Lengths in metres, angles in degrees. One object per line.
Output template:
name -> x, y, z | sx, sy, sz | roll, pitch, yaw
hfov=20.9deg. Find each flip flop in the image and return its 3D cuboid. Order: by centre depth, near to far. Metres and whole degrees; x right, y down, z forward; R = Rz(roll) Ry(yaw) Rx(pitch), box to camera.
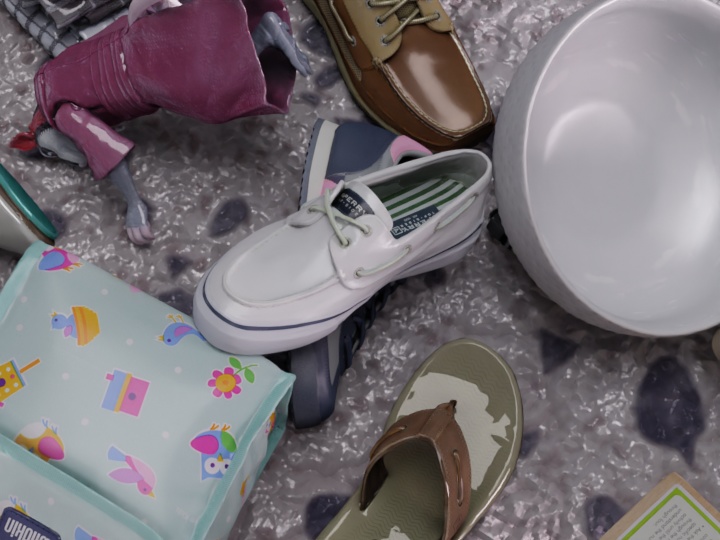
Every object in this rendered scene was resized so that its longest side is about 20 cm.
flip flop -> 0.028, 0.122, 1.091 | 0.081, 0.058, 0.200 | 32, 65, 13

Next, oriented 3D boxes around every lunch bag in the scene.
lunch bag -> -0.151, 0.113, 1.048 | 0.169, 0.122, 0.201 | 29, 68, 5

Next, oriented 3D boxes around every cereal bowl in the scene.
cereal bowl -> 0.159, -0.061, 1.152 | 0.198, 0.083, 0.202 | 1, 87, -25

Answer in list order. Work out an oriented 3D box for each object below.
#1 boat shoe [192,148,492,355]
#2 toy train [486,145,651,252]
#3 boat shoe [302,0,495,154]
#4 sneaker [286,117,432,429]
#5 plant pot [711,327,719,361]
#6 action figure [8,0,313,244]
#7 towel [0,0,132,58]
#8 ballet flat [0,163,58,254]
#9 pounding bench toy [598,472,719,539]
boat shoe -> -0.008, -0.022, 1.075 | 0.199, 0.067, 0.074 | -28, 60, -38
toy train -> 0.160, -0.075, 1.216 | 0.200, 0.034, 0.046 | -40, 82, -20
boat shoe -> 0.013, -0.161, 1.229 | 0.075, 0.074, 0.200 | -30, 68, -18
sneaker -> 0.000, 0.000, 1.146 | 0.081, 0.070, 0.202 | 6, 64, 1
plant pot -> 0.350, 0.039, 1.071 | 0.199, 0.177, 0.201 | -34, 80, -19
action figure -> -0.134, -0.116, 1.154 | 0.199, 0.149, 0.135 | -22, 51, 21
towel -> -0.161, -0.245, 1.255 | 0.199, 0.086, 0.166 | -35, 69, -20
ballet flat -> -0.252, -0.067, 1.175 | 0.069, 0.070, 0.200 | -30, 64, -18
pounding bench toy -> 0.174, 0.192, 1.009 | 0.200, 0.156, 0.124 | -40, 70, -21
